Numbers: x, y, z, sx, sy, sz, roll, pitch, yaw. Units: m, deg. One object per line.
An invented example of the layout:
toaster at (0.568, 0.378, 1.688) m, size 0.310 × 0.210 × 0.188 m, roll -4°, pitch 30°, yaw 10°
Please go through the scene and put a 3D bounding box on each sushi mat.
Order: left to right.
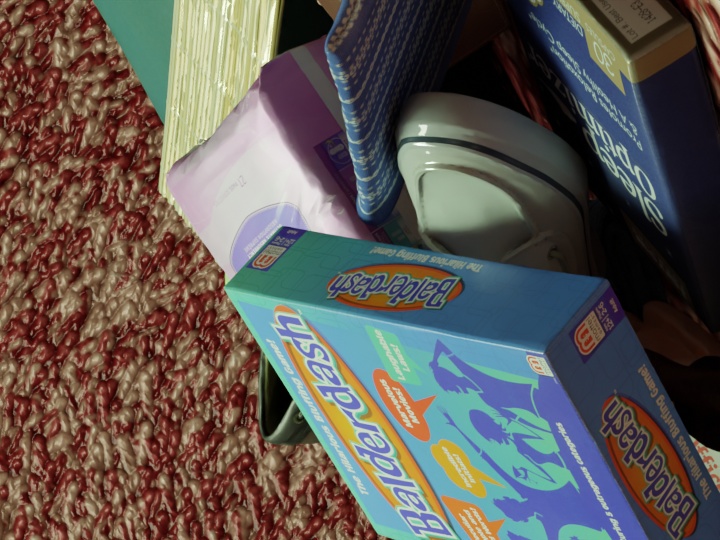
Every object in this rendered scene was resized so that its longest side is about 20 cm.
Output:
sushi mat at (-0.074, -0.098, 1.294) m, size 0.096 × 0.012 × 0.201 m, roll 47°, pitch 142°, yaw 40°

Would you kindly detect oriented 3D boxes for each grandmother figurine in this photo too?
grandmother figurine at (0.149, 0.053, 1.017) m, size 0.120 × 0.061 × 0.200 m, roll 14°, pitch -178°, yaw -18°

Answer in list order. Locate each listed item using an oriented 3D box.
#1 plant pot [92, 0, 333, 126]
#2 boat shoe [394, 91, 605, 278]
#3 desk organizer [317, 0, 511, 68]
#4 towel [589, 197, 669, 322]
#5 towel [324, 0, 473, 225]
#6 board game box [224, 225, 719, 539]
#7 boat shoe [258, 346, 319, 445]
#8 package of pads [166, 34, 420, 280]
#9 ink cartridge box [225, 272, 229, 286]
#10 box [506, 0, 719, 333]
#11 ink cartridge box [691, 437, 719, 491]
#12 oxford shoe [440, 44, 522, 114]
plant pot at (-0.046, -0.149, 1.396) m, size 0.200 × 0.141 × 0.142 m, roll 32°, pitch 155°, yaw 59°
boat shoe at (0.063, -0.007, 1.037) m, size 0.073 × 0.067 × 0.200 m, roll 6°, pitch 162°, yaw 25°
desk organizer at (-0.010, -0.176, 1.195) m, size 0.200 × 0.071 × 0.077 m, roll 54°, pitch 176°, yaw 43°
towel at (0.083, 0.043, 1.214) m, size 0.200 × 0.048 × 0.112 m, roll -34°, pitch 74°, yaw 59°
towel at (0.018, -0.112, 0.983) m, size 0.024 × 0.146 × 0.200 m, roll 18°, pitch 165°, yaw 10°
board game box at (0.049, 0.061, 1.024) m, size 0.199 × 0.045 × 0.153 m, roll 10°, pitch 139°, yaw 50°
boat shoe at (-0.021, 0.004, 1.287) m, size 0.073 × 0.064 × 0.202 m, roll 31°, pitch 127°, yaw 49°
package of pads at (0.000, 0.000, 1.174) m, size 0.201 × 0.075 × 0.120 m, roll 56°, pitch 147°, yaw 4°
ink cartridge box at (0.001, -0.036, 1.430) m, size 0.200 × 0.116 × 0.068 m, roll -36°, pitch -56°, yaw -76°
box at (0.106, -0.057, 0.977) m, size 0.121 × 0.032 × 0.200 m, roll 54°, pitch 175°, yaw 41°
ink cartridge box at (0.166, 0.126, 1.284) m, size 0.117 × 0.067 × 0.200 m, roll 58°, pitch 175°, yaw 7°
oxford shoe at (0.047, -0.073, 1.287) m, size 0.084 × 0.072 × 0.201 m, roll -127°, pitch 19°, yaw -68°
